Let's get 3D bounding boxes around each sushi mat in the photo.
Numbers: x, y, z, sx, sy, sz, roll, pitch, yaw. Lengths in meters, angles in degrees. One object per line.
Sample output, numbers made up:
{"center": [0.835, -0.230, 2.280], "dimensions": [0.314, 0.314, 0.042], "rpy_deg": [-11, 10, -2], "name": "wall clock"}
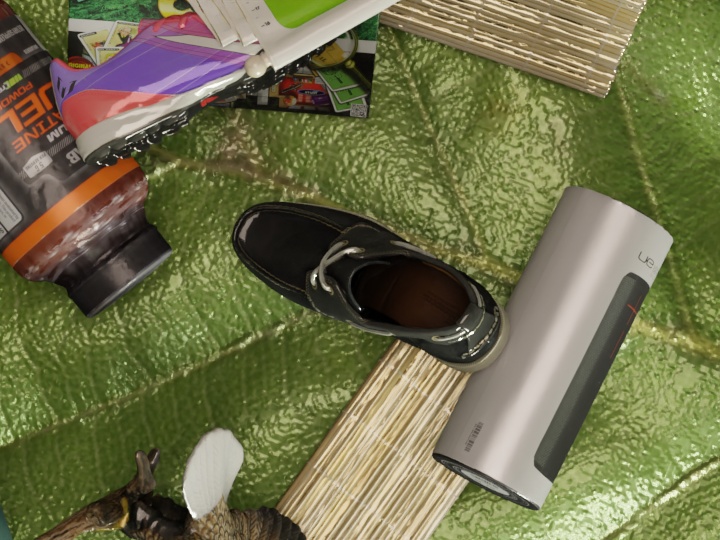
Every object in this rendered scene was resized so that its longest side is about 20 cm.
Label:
{"center": [0.025, 0.122, 1.789], "dimensions": [0.096, 0.012, 0.200], "rpy_deg": [35, 87, -2], "name": "sushi mat"}
{"center": [0.083, -0.185, 1.771], "dimensions": [0.200, 0.012, 0.096], "rpy_deg": [18, 119, -2], "name": "sushi mat"}

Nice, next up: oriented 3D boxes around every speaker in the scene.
{"center": [0.124, 0.048, 1.752], "dimensions": [0.081, 0.081, 0.200], "rpy_deg": [28, 81, -2], "name": "speaker"}

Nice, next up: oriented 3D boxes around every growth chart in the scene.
{"center": [-0.066, -0.214, 1.678], "dimensions": [0.145, 0.018, 0.200], "rpy_deg": [-38, 72, -9], "name": "growth chart"}

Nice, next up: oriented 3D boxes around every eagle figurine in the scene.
{"center": [-0.093, 0.212, 1.730], "dimensions": [0.152, 0.151, 0.200], "rpy_deg": [-40, 80, -13], "name": "eagle figurine"}

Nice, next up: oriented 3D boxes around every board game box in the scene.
{"center": [-0.089, -0.150, 1.753], "dimensions": [0.199, 0.023, 0.105], "rpy_deg": [4, 132, -2], "name": "board game box"}

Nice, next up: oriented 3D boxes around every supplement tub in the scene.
{"center": [-0.208, -0.068, 1.736], "dimensions": [0.107, 0.107, 0.200], "rpy_deg": [-40, 91, -3], "name": "supplement tub"}

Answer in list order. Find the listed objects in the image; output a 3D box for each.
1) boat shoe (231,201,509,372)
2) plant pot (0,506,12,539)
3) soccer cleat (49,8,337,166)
{"center": [0.000, 0.000, 1.737], "dimensions": [0.200, 0.068, 0.072], "rpy_deg": [24, 87, 26], "name": "boat shoe"}
{"center": [-0.306, 0.181, 1.686], "dimensions": [0.200, 0.201, 0.161], "rpy_deg": [-35, 100, -3], "name": "plant pot"}
{"center": [-0.096, -0.138, 1.689], "dimensions": [0.200, 0.068, 0.073], "rpy_deg": [-27, 84, -6], "name": "soccer cleat"}
